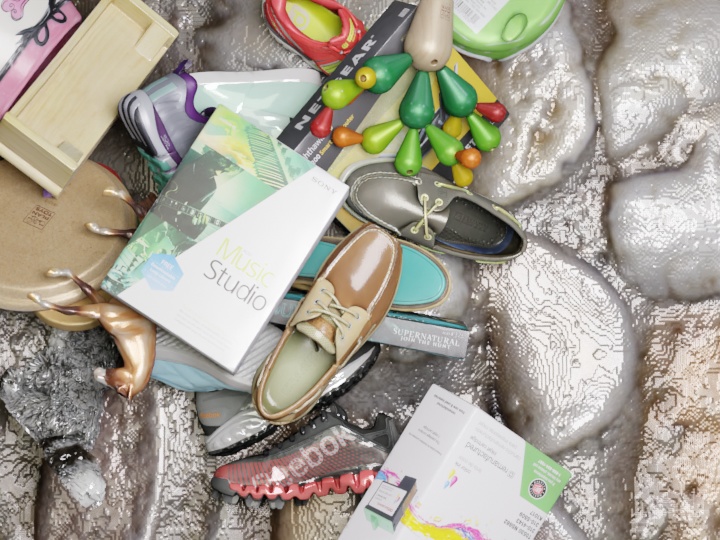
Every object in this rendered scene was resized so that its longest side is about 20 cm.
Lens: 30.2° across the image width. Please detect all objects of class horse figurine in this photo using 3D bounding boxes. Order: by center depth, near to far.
[{"bbox_3d":[-0.214,0.007,1.239,0.132,0.050,0.201,32,58,-3],"label":"horse figurine"}]

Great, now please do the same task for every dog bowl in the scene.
[{"bbox_3d":[-0.347,-0.201,1.293,0.073,0.200,0.201,36,86,-11],"label":"dog bowl"}]

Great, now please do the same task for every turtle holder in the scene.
[{"bbox_3d":[0.138,-0.295,1.314,0.139,0.132,0.188,14,84,4],"label":"turtle holder"}]

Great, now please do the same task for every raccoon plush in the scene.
[{"bbox_3d":[-0.253,0.122,1.284,0.134,0.097,0.200,-44,61,-3],"label":"raccoon plush"}]

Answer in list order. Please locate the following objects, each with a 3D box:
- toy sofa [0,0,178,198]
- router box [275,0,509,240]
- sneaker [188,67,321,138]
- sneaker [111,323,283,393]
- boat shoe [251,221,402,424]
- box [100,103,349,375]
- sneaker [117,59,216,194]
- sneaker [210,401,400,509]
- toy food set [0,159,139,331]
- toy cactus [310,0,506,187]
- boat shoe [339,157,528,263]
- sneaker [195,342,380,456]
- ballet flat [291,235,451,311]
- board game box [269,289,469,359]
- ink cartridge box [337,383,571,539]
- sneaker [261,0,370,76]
[{"bbox_3d":[-0.269,-0.172,1.290,0.083,0.097,0.201,37,62,-12],"label":"toy sofa"},{"bbox_3d":[0.028,-0.134,1.300,0.201,0.052,0.157,-50,121,-4],"label":"router box"},{"bbox_3d":[-0.132,-0.132,1.330,0.198,0.074,0.120,-7,78,-1],"label":"sneaker"},{"bbox_3d":[-0.140,0.084,1.277,0.198,0.082,0.074,17,58,15],"label":"sneaker"},{"bbox_3d":[-0.028,0.053,1.174,0.075,0.074,0.201,31,93,1],"label":"boat shoe"},{"bbox_3d":[-0.120,-0.029,1.201,0.143,0.036,0.201,32,79,1],"label":"box"},{"bbox_3d":[-0.156,-0.103,1.290,0.087,0.201,0.074,-38,45,-18],"label":"sneaker"},{"bbox_3d":[-0.049,0.180,1.298,0.198,0.071,0.099,-6,84,-1],"label":"sneaker"},{"bbox_3d":[-0.310,-0.038,1.305,0.197,0.049,0.200,10,54,4],"label":"toy food set"},{"bbox_3d":[0.056,-0.170,1.227,0.198,0.102,0.167,10,92,-20],"label":"toy cactus"},{"bbox_3d":[0.073,-0.056,1.280,0.200,0.060,0.073,16,102,-28],"label":"boat shoe"},{"bbox_3d":[-0.072,0.108,1.307,0.198,0.074,0.080,-26,79,-1],"label":"sneaker"},{"bbox_3d":[0.000,0.000,1.288,0.198,0.063,0.069,13,79,20],"label":"ballet flat"},{"bbox_3d":[0.004,0.048,1.277,0.197,0.135,0.029,11,93,2],"label":"board game box"},{"bbox_3d":[0.082,0.233,1.251,0.144,0.084,0.201,35,85,-31],"label":"ink cartridge box"},{"bbox_3d":[-0.012,-0.220,1.328,0.198,0.085,0.078,29,85,-5],"label":"sneaker"}]
